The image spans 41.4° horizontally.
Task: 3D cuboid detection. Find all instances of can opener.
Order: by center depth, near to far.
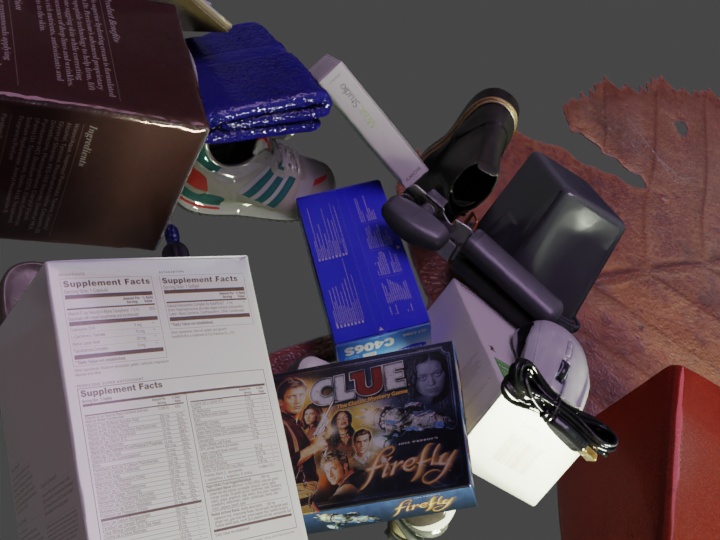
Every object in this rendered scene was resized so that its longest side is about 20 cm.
[{"bbox_3d":[0.103,-0.004,0.926,0.200,0.054,0.067,43,51,11],"label":"can opener"}]

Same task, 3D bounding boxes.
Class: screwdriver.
[{"bbox_3d":[-0.187,-0.055,0.914,0.029,0.027,0.203,43,25,-59],"label":"screwdriver"}]

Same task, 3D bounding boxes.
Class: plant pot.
[{"bbox_3d":[0.296,0.241,0.863,0.197,0.201,0.178,28,52,-8],"label":"plant pot"}]

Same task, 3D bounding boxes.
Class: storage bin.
[{"bbox_3d":[0.192,-0.042,1.035,0.144,0.136,0.201,28,17,-13],"label":"storage bin"}]

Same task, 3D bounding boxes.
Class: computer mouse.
[{"bbox_3d":[0.167,0.084,0.817,0.109,0.044,0.200,37,18,-5],"label":"computer mouse"}]

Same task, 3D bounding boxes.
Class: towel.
[{"bbox_3d":[-0.129,-0.186,0.956,0.145,0.050,0.200,-16,38,-21],"label":"towel"}]

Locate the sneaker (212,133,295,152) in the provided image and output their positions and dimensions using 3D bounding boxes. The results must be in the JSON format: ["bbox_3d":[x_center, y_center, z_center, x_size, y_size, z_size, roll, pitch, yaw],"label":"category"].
[{"bbox_3d":[-0.123,-0.187,1.056,0.076,0.080,0.199,30,31,22],"label":"sneaker"}]

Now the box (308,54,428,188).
[{"bbox_3d":[0.004,-0.168,1.046,0.145,0.036,0.200,49,6,-16],"label":"box"}]

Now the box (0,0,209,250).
[{"bbox_3d":[-0.263,-0.138,0.840,0.196,0.165,0.168,5,48,-31],"label":"box"}]

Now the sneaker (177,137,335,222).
[{"bbox_3d":[-0.097,-0.108,0.980,0.196,0.094,0.071,-2,52,-35],"label":"sneaker"}]

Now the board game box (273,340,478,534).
[{"bbox_3d":[-0.012,0.137,0.766,0.196,0.035,0.137,-12,47,9],"label":"board game box"}]

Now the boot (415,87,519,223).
[{"bbox_3d":[0.092,-0.081,1.006,0.076,0.202,0.140,24,42,-4],"label":"boot"}]

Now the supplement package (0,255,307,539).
[{"bbox_3d":[-0.151,0.113,0.657,0.148,0.151,0.204,-2,70,-36],"label":"supplement package"}]

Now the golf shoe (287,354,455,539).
[{"bbox_3d":[0.017,0.139,0.832,0.200,0.095,0.077,47,43,15],"label":"golf shoe"}]

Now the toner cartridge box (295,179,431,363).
[{"bbox_3d":[0.000,0.000,0.944,0.093,0.044,0.202,-13,49,-4],"label":"toner cartridge box"}]

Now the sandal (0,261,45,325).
[{"bbox_3d":[-0.233,0.072,0.749,0.080,0.055,0.203,0,53,-33],"label":"sandal"}]

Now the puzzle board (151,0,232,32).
[{"bbox_3d":[-0.227,-0.300,0.921,0.199,0.018,0.150,37,-8,-34],"label":"puzzle board"}]

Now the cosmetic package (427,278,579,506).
[{"bbox_3d":[0.120,0.106,0.882,0.106,0.085,0.201,30,20,-22],"label":"cosmetic package"}]
